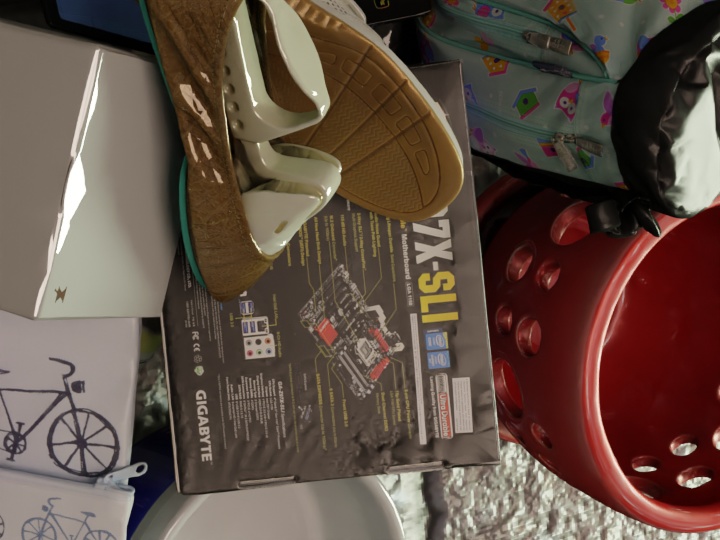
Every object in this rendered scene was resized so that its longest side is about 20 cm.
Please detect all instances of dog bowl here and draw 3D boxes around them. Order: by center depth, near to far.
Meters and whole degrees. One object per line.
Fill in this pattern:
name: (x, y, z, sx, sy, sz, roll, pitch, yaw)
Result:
dog bowl: (-0.071, 0.183, 1.128, 0.200, 0.079, 0.201, -12, 108, -41)

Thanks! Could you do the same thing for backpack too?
backpack: (0.123, -0.112, 1.087, 0.167, 0.200, 0.127, -24, 125, -41)

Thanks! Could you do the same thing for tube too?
tube: (-0.177, 0.086, 1.061, 0.058, 0.052, 0.200, 41, 106, 5)

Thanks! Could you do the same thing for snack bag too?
snack bag: (-0.201, 0.096, 1.022, 0.188, 0.021, 0.201, 8, 100, 6)

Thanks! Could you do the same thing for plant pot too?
plant pot: (0.154, 0.030, 1.185, 0.200, 0.182, 0.201, -8, 107, -28)

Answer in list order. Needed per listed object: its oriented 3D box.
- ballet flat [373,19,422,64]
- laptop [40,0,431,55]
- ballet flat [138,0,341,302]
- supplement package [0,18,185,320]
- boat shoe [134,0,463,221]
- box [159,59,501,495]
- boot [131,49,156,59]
ballet flat: (-0.010, -0.068, 1.154, 0.057, 0.066, 0.200, 17, 91, 8)
laptop: (-0.073, -0.203, 1.005, 0.199, 0.103, 0.178, -12, 80, -10)
ballet flat: (-0.047, -0.064, 0.905, 0.068, 0.072, 0.200, -60, 150, -49)
supplement package: (-0.188, -0.059, 0.938, 0.120, 0.200, 0.122, 4, 102, -68)
boat shoe: (-0.026, -0.108, 0.956, 0.071, 0.069, 0.200, -39, 106, 25)
box: (-0.021, 0.004, 1.008, 0.159, 0.049, 0.201, -6, 88, -5)
boot: (-0.083, -0.045, 1.064, 0.107, 0.075, 0.201, 6, 85, -13)
